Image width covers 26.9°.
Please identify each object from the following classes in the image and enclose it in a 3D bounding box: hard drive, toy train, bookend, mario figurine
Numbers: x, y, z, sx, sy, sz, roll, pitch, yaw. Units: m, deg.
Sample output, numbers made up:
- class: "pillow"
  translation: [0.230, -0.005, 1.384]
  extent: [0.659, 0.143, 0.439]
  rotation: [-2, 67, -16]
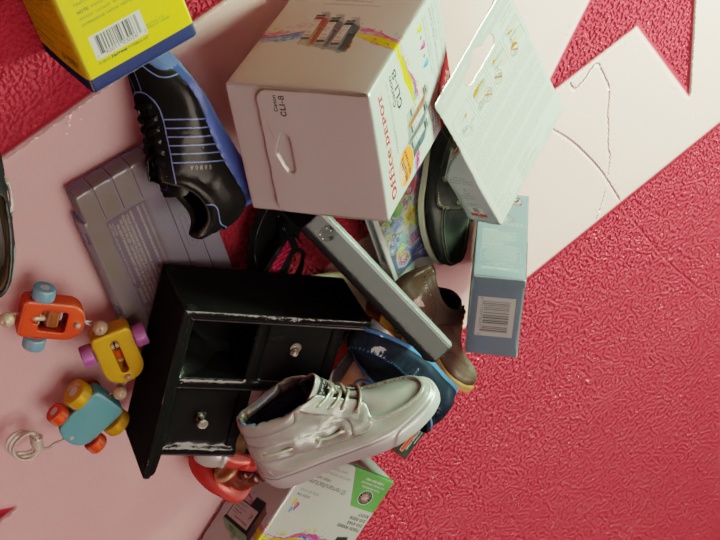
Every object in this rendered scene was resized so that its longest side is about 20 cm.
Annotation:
- class: "hard drive"
  translation: [0.000, 0.000, 1.513]
  extent: [0.033, 0.140, 0.200]
  rotation: [-44, 112, -1]
- class: "toy train"
  translation: [-0.292, 0.093, 1.496]
  extent: [0.150, 0.056, 0.201]
  rotation: [1, 121, -22]
- class: "bookend"
  translation: [-0.119, 0.107, 1.535]
  extent: [0.198, 0.092, 0.200]
  rotation: [5, 118, -25]
- class: "mario figurine"
  translation: [-0.103, 0.180, 1.626]
  extent: [0.199, 0.106, 0.123]
  rotation: [-15, 138, 27]

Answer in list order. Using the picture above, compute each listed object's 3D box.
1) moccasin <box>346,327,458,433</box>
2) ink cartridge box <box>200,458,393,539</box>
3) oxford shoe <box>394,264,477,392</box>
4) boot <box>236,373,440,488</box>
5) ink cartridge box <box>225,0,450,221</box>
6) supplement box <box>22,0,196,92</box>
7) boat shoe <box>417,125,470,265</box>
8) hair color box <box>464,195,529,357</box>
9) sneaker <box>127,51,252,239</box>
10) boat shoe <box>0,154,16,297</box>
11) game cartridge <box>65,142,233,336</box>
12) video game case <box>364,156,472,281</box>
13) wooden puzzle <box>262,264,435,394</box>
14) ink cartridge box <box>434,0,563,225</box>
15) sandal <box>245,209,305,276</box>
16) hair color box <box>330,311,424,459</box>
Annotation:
- class: "moccasin"
  translation: [0.046, 0.121, 1.597]
  extent: [0.200, 0.080, 0.068]
  rotation: [39, 73, -47]
- class: "ink cartridge box"
  translation: [-0.079, 0.290, 1.754]
  extent: [0.145, 0.084, 0.200]
  rotation: [27, 99, -44]
- class: "oxford shoe"
  translation: [0.095, 0.069, 1.687]
  extent: [0.073, 0.071, 0.200]
  rotation: [-38, 137, 1]
- class: "boot"
  translation: [-0.022, 0.138, 1.494]
  extent: [0.200, 0.074, 0.096]
  rotation: [-27, 128, -3]
- class: "ink cartridge box"
  translation: [-0.015, -0.164, 1.423]
  extent: [0.200, 0.144, 0.146]
  rotation: [-60, 149, -44]
- class: "supplement box"
  translation: [-0.236, -0.273, 1.268]
  extent: [0.109, 0.109, 0.200]
  rotation: [-33, 132, -16]
- class: "boat shoe"
  translation: [0.107, -0.093, 1.638]
  extent: [0.072, 0.067, 0.201]
  rotation: [-24, 126, -46]
- class: "hair color box"
  translation: [0.154, 0.001, 1.681]
  extent: [0.060, 0.200, 0.099]
  rotation: [6, 120, 3]
- class: "sneaker"
  translation: [-0.173, -0.122, 1.403]
  extent: [0.078, 0.070, 0.200]
  rotation: [-42, 112, -23]
- class: "boat shoe"
  translation: [-0.344, -0.066, 1.347]
  extent: [0.075, 0.060, 0.201]
  rotation: [-23, 128, -25]
- class: "game cartridge"
  translation: [-0.206, -0.031, 1.496]
  extent: [0.129, 0.038, 0.200]
  rotation: [-29, 131, -15]
- class: "video game case"
  translation: [0.057, -0.087, 1.647]
  extent: [0.143, 0.018, 0.200]
  rotation: [-47, 137, -28]
- class: "wooden puzzle"
  translation: [-0.007, 0.085, 1.710]
  extent: [0.200, 0.046, 0.186]
  rotation: [-6, 120, -35]
- class: "ink cartridge box"
  translation: [0.129, -0.167, 1.539]
  extent: [0.162, 0.050, 0.200]
  rotation: [-60, 140, -21]
- class: "sandal"
  translation: [-0.088, 0.009, 1.580]
  extent: [0.075, 0.045, 0.201]
  rotation: [-2, 109, -54]
- class: "hair color box"
  translation: [0.015, 0.122, 1.678]
  extent: [0.102, 0.061, 0.200]
  rotation: [-52, 137, -4]
